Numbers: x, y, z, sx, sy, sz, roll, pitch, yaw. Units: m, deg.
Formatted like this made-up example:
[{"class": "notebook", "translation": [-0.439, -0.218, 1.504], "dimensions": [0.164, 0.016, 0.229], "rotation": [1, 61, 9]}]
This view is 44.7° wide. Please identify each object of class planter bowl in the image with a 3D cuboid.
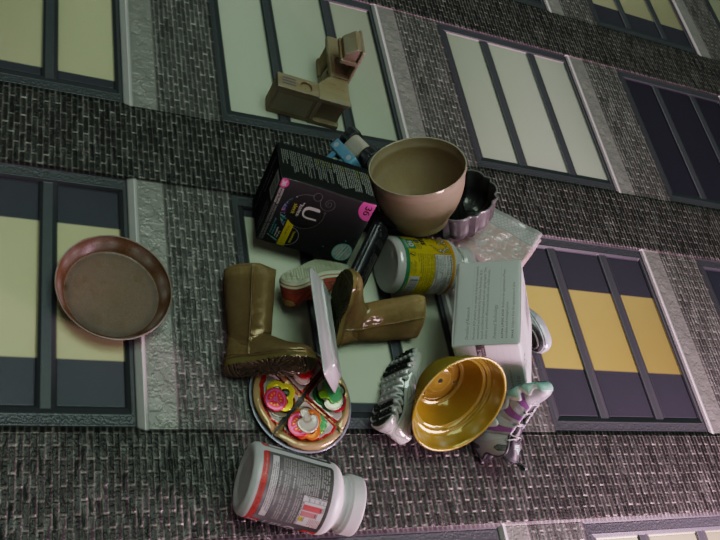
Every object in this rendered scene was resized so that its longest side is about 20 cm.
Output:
[{"class": "planter bowl", "translation": [0.161, 0.219, 1.583], "dimensions": [0.196, 0.204, 0.084], "rotation": [2, 27, -29]}, {"class": "planter bowl", "translation": [0.118, -0.157, 1.768], "dimensions": [0.195, 0.137, 0.203], "rotation": [-4, 41, 3]}]

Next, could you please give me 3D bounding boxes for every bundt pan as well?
[{"class": "bundt pan", "translation": [0.201, -0.137, 1.898], "dimensions": [0.196, 0.077, 0.204], "rotation": [-5, 38, 4]}]

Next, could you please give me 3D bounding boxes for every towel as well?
[{"class": "towel", "translation": [0.287, -0.073, 1.943], "dimensions": [0.198, 0.033, 0.191], "rotation": [31, 46, 16]}]

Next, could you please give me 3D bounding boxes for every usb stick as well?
[{"class": "usb stick", "translation": [0.000, 0.000, 1.698], "dimensions": [0.032, 0.056, 0.203], "rotation": [15, 70, 32]}]

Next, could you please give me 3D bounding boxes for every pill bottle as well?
[{"class": "pill bottle", "translation": [0.135, -0.009, 1.789], "dimensions": [0.196, 0.113, 0.115], "rotation": [2, 57, -28]}, {"class": "pill bottle", "translation": [-0.096, 0.354, 1.397], "dimensions": [0.196, 0.116, 0.118], "rotation": [19, 50, -18]}]

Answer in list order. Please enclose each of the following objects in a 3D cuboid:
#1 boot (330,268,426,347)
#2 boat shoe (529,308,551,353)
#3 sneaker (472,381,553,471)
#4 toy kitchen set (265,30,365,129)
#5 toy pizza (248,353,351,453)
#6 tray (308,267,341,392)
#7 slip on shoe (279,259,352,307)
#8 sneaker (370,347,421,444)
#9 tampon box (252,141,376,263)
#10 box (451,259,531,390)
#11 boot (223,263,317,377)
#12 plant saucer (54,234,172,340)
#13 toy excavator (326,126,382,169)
[{"class": "boot", "translation": [0.038, 0.064, 1.651], "dimensions": [0.196, 0.178, 0.067], "rotation": [-5, 42, -30]}, {"class": "boat shoe", "translation": [0.320, 0.099, 1.858], "dimensions": [0.070, 0.073, 0.201], "rotation": [-17, 58, -41]}, {"class": "sneaker", "translation": [0.291, 0.298, 1.624], "dimensions": [0.077, 0.199, 0.143], "rotation": [6, 58, -48]}, {"class": "toy kitchen set", "translation": [-0.101, -0.458, 1.925], "dimensions": [0.177, 0.164, 0.204], "rotation": [11, 53, -24]}, {"class": "toy pizza", "translation": [-0.102, 0.222, 1.543], "dimensions": [0.196, 0.032, 0.204], "rotation": [16, 52, -21]}, {"class": "tray", "translation": [-0.060, 0.104, 1.551], "dimensions": [0.022, 0.108, 0.204], "rotation": [-12, 64, 5]}, {"class": "slip on shoe", "translation": [-0.083, 0.022, 1.678], "dimensions": [0.073, 0.063, 0.198], "rotation": [20, 25, 32]}, {"class": "sneaker", "translation": [0.079, 0.232, 1.627], "dimensions": [0.081, 0.074, 0.202], "rotation": [44, 44, -21]}, {"class": "tampon box", "translation": [-0.092, -0.129, 1.694], "dimensions": [0.196, 0.152, 0.128], "rotation": [14, 36, -21]}, {"class": "box", "translation": [0.258, 0.119, 1.696], "dimensions": [0.127, 0.201, 0.203], "rotation": [-4, 50, 16]}, {"class": "boot", "translation": [-0.162, 0.080, 1.541], "dimensions": [0.170, 0.067, 0.204], "rotation": [-1, 56, -1]}, {"class": "plant saucer", "translation": [-0.419, 0.034, 1.482], "dimensions": [0.196, 0.035, 0.204], "rotation": [16, 52, -22]}, {"class": "toy excavator", "translation": [-0.055, -0.203, 1.815], "dimensions": [0.199, 0.195, 0.100], "rotation": [-42, 57, -2]}]
